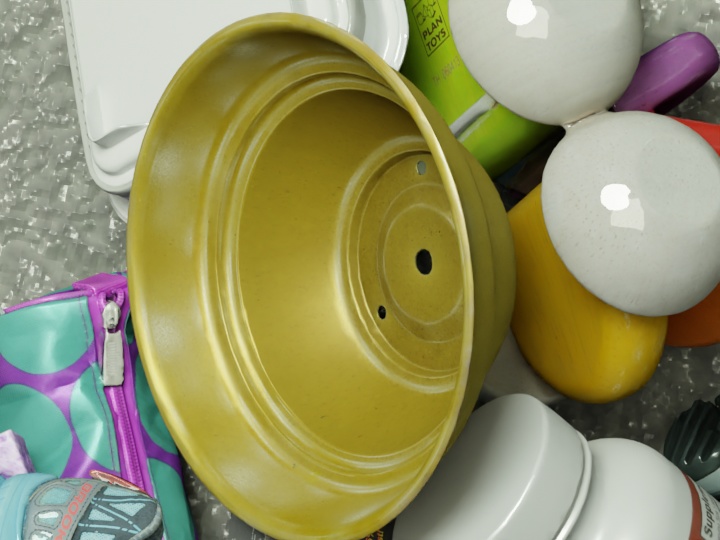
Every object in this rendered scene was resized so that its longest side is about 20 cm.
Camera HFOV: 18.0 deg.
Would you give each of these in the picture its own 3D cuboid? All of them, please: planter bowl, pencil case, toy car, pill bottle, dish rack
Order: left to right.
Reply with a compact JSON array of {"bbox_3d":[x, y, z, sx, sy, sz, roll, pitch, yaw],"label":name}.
[{"bbox_3d":[-0.111,0.103,0.984,0.085,0.092,0.201,-11,80,-37],"label":"pencil case"},{"bbox_3d":[-0.070,-0.135,0.964,0.171,0.043,0.201,-28,61,32],"label":"dish rack"},{"bbox_3d":[0.000,0.000,0.882,0.200,0.083,0.202,9,103,46],"label":"planter bowl"},{"bbox_3d":[0.095,-0.050,0.950,0.149,0.175,0.201,-20,79,-30],"label":"toy car"},{"bbox_3d":[0.112,0.139,0.893,0.200,0.112,0.112,38,90,-21],"label":"pill bottle"}]

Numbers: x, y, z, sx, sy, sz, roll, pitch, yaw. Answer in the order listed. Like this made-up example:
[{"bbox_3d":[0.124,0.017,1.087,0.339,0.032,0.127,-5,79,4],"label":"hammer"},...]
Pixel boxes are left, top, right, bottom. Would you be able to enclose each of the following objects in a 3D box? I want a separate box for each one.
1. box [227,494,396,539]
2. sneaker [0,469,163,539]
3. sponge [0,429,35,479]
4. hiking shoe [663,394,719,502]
[{"bbox_3d":[0.014,0.200,0.936,0.157,0.050,0.202,8,84,-22],"label":"box"},{"bbox_3d":[-0.103,0.175,0.868,0.095,0.079,0.202,-3,81,-4],"label":"sneaker"},{"bbox_3d":[-0.157,0.179,0.920,0.111,0.030,0.201,-21,81,-4],"label":"sponge"},{"bbox_3d":[0.229,0.071,0.949,0.199,0.075,0.087,-19,113,13],"label":"hiking shoe"}]
